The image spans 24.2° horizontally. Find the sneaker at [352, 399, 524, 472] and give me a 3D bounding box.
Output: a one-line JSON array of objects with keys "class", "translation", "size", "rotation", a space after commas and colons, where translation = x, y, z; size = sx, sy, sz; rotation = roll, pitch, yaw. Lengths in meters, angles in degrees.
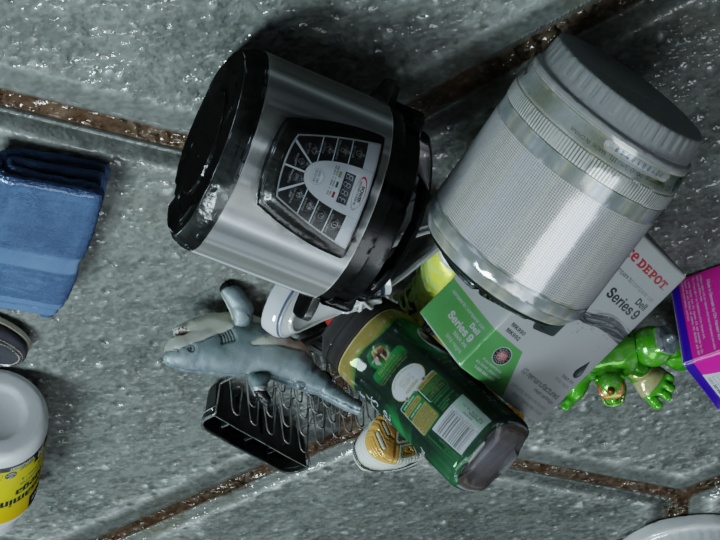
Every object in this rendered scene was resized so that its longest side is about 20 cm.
[{"class": "sneaker", "translation": [0.078, 0.165, 1.788], "size": [0.198, 0.076, 0.088], "rotation": [-9, 164, -28]}]

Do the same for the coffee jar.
[{"class": "coffee jar", "translation": [0.055, 0.109, 1.547], "size": [0.086, 0.200, 0.104], "rotation": [-50, 152, 6]}]

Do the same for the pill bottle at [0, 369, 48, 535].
[{"class": "pill bottle", "translation": [-0.392, 0.201, 1.776], "size": [0.111, 0.113, 0.201], "rotation": [6, 143, -12]}]

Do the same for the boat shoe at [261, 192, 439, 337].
[{"class": "boat shoe", "translation": [0.000, 0.000, 1.481], "size": [0.200, 0.065, 0.074], "rotation": [-40, 149, -25]}]

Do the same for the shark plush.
[{"class": "shark plush", "translation": [-0.096, 0.101, 1.657], "size": [0.199, 0.084, 0.091], "rotation": [33, 136, -17]}]

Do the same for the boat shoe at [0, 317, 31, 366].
[{"class": "boat shoe", "translation": [-0.419, 0.071, 1.638], "size": [0.198, 0.063, 0.073], "rotation": [17, 139, -26]}]

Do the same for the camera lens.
[{"class": "camera lens", "translation": [0.162, -0.069, 1.371], "size": [0.159, 0.160, 0.201], "rotation": [23, 113, -32]}]

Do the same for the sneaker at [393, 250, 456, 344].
[{"class": "sneaker", "translation": [0.070, 0.032, 1.618], "size": [0.075, 0.076, 0.201], "rotation": [-3, 142, -2]}]

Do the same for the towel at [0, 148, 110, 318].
[{"class": "towel", "translation": [-0.300, -0.034, 1.519], "size": [0.110, 0.049, 0.200], "rotation": [10, 142, -19]}]

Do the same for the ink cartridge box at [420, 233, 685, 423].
[{"class": "ink cartridge box", "translation": [0.177, 0.021, 1.537], "size": [0.200, 0.084, 0.146], "rotation": [-46, 134, 9]}]

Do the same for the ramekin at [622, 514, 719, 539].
[{"class": "ramekin", "translation": [0.422, 0.396, 2.126], "size": [0.200, 0.095, 0.203], "rotation": [-3, 144, -2]}]

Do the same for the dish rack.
[{"class": "dish rack", "translation": [-0.052, 0.132, 1.762], "size": [0.199, 0.055, 0.153], "rotation": [-28, 138, 29]}]

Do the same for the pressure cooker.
[{"class": "pressure cooker", "translation": [-0.039, -0.072, 1.371], "size": [0.198, 0.180, 0.176], "rotation": [22, 135, -18]}]

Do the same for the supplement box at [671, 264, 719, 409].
[{"class": "supplement box", "translation": [0.417, 0.043, 1.639], "size": [0.198, 0.104, 0.101], "rotation": [-20, 140, 23]}]

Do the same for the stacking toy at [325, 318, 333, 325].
[{"class": "stacking toy", "translation": [-0.036, -0.001, 1.572], "size": [0.084, 0.086, 0.200], "rotation": [-15, 150, 15]}]

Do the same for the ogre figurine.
[{"class": "ogre figurine", "translation": [0.249, 0.093, 1.706], "size": [0.198, 0.099, 0.120], "rotation": [10, 164, 17]}]
